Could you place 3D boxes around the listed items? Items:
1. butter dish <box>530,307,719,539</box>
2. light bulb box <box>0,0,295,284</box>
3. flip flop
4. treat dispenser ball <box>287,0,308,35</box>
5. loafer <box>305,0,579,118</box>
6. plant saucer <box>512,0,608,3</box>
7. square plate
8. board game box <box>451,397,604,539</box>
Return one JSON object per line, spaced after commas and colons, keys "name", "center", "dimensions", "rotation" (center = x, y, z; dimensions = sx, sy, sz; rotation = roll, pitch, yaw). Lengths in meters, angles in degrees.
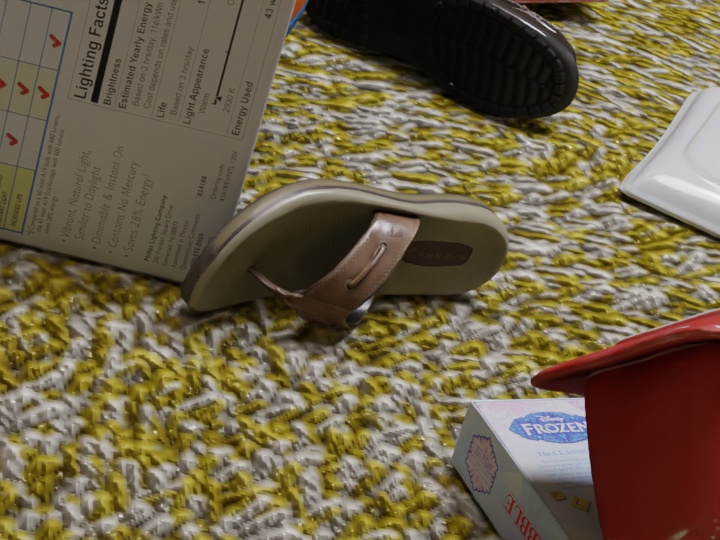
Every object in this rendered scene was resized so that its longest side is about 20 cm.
{"name": "butter dish", "center": [0.185, 0.101, 0.973], "dimensions": [0.199, 0.148, 0.200], "rotation": [8, -10, -15]}
{"name": "light bulb box", "center": [-0.144, -0.121, 1.185], "dimensions": [0.199, 0.199, 0.125], "rotation": [14, 32, -7]}
{"name": "flip flop", "center": [0.000, 0.000, 1.198], "dimensions": [0.199, 0.081, 0.058], "rotation": [1, 47, -36]}
{"name": "treat dispenser ball", "center": [-0.121, -0.198, 1.329], "dimensions": [0.200, 0.201, 0.201], "rotation": [13, 29, -8]}
{"name": "loafer", "center": [0.061, -0.165, 1.499], "dimensions": [0.200, 0.073, 0.071], "rotation": [28, 33, 18]}
{"name": "plant saucer", "center": [0.061, -0.258, 1.673], "dimensions": [0.199, 0.037, 0.200], "rotation": [-4, 37, -22]}
{"name": "square plate", "center": [0.286, -0.055, 1.482], "dimensions": [0.199, 0.029, 0.198], "rotation": [25, 30, 12]}
{"name": "board game box", "center": [0.173, 0.133, 1.086], "dimensions": [0.199, 0.041, 0.200], "rotation": [1, 34, -27]}
